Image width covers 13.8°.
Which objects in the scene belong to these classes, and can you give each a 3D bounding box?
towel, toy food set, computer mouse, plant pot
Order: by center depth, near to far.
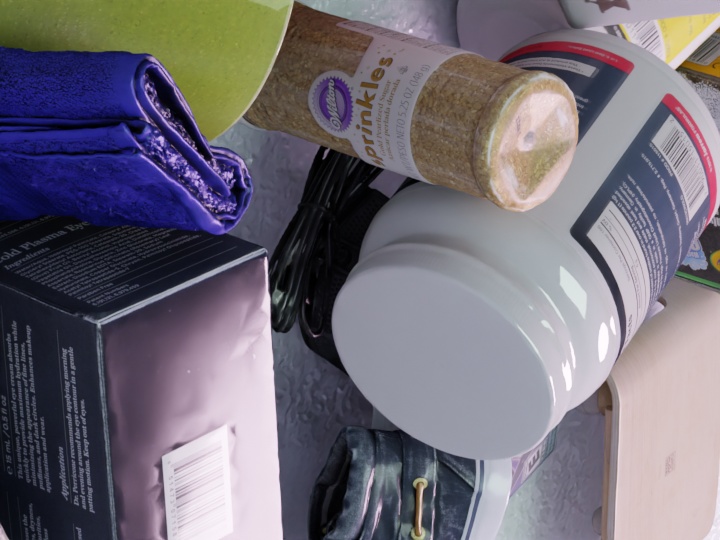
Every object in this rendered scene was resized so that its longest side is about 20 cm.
[{"bbox_3d":[-0.159,-0.048,1.243,0.148,0.200,0.050,51,45,-64],"label":"towel"},{"bbox_3d":[-0.158,-0.148,1.259,0.200,0.187,0.187,1,105,-33],"label":"plant pot"},{"bbox_3d":[0.000,0.000,1.557,0.139,0.053,0.200,-63,150,-16],"label":"computer mouse"},{"bbox_3d":[0.162,0.110,1.800,0.143,0.060,0.200,-32,129,-51],"label":"toy food set"}]

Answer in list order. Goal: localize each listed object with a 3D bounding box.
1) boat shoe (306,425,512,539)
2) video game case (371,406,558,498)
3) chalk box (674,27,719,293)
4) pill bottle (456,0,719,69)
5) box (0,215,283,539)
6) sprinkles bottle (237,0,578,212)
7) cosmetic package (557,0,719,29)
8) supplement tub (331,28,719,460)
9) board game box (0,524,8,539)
[{"bbox_3d":[0.010,0.164,1.561,0.091,0.071,0.200,5,118,-16],"label":"boat shoe"},{"bbox_3d":[0.062,0.075,1.635,0.182,0.023,0.200,-43,149,-39],"label":"video game case"},{"bbox_3d":[0.225,-0.067,1.738,0.124,0.125,0.200,-38,132,-32],"label":"chalk box"},{"bbox_3d":[0.154,-0.168,1.626,0.200,0.111,0.111,-42,132,-29],"label":"pill bottle"},{"bbox_3d":[-0.134,0.070,1.348,0.104,0.182,0.200,-25,124,-41],"label":"box"},{"bbox_3d":[0.010,-0.084,1.431,0.068,0.200,0.068,-21,120,-42],"label":"sprinkles bottle"},{"bbox_3d":[0.167,-0.252,1.485,0.165,0.165,0.200,59,30,-56],"label":"cosmetic package"},{"bbox_3d":[0.086,-0.015,1.494,0.200,0.140,0.140,-52,138,-39],"label":"supplement tub"},{"bbox_3d":[-0.263,0.161,1.260,0.200,0.159,0.097,-44,134,-26],"label":"board game box"}]
